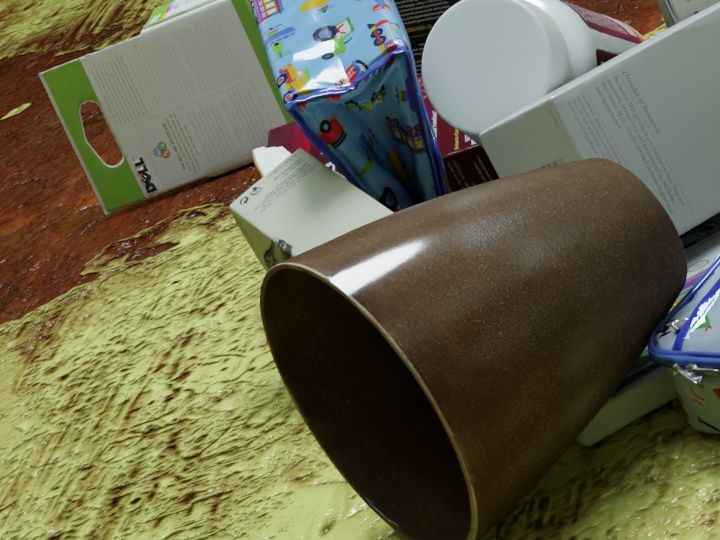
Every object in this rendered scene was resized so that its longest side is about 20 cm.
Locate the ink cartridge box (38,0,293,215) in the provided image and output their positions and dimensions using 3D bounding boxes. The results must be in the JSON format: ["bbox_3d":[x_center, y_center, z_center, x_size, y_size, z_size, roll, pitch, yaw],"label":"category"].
[{"bbox_3d":[-0.158,-0.156,2.314,0.200,0.148,0.076,-20,19,14],"label":"ink cartridge box"}]

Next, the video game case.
[{"bbox_3d":[0.181,0.031,1.599,0.200,0.023,0.182,-28,19,-12],"label":"video game case"}]

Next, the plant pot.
[{"bbox_3d":[0.079,0.027,1.472,0.200,0.187,0.187,-33,21,-22],"label":"plant pot"}]

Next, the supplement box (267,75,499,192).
[{"bbox_3d":[0.028,-0.084,1.987,0.200,0.061,0.109,-19,40,18],"label":"supplement box"}]

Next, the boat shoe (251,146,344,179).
[{"bbox_3d":[-0.015,-0.036,1.886,0.069,0.071,0.200,-31,43,-6],"label":"boat shoe"}]

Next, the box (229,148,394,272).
[{"bbox_3d":[0.000,0.000,1.722,0.068,0.082,0.200,-39,37,-11],"label":"box"}]

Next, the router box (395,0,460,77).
[{"bbox_3d":[0.076,-0.169,2.065,0.200,0.149,0.051,-5,27,43],"label":"router box"}]

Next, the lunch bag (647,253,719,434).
[{"bbox_3d":[0.254,0.011,1.449,0.200,0.076,0.160,-45,28,-28],"label":"lunch bag"}]

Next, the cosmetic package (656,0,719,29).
[{"bbox_3d":[0.269,-0.205,1.922,0.103,0.073,0.200,-23,-6,5],"label":"cosmetic package"}]

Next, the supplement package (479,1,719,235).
[{"bbox_3d":[0.201,-0.091,1.700,0.200,0.117,0.117,-29,2,-22],"label":"supplement package"}]

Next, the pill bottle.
[{"bbox_3d":[0.127,-0.132,1.839,0.114,0.114,0.200,-15,-9,25],"label":"pill bottle"}]

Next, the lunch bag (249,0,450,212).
[{"bbox_3d":[0.013,-0.100,1.824,0.094,0.200,0.151,-25,39,5],"label":"lunch bag"}]
